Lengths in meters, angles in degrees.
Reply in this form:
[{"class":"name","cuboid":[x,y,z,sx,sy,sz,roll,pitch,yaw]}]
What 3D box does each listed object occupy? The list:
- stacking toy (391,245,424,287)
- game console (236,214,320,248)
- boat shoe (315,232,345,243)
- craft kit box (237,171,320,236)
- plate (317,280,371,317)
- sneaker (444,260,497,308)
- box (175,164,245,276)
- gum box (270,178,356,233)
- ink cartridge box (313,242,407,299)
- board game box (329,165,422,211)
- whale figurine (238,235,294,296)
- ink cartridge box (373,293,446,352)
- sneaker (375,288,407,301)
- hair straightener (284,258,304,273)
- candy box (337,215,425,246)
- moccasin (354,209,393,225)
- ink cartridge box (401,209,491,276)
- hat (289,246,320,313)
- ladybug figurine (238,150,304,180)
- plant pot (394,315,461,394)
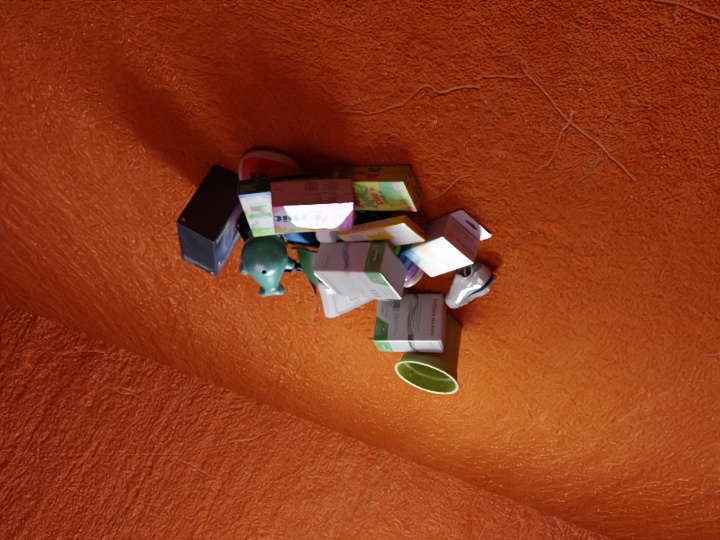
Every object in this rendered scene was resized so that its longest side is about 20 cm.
[{"class":"stacking toy","cuboid":[0.078,-0.050,1.710,0.199,0.087,0.084,43,147,-22]},{"class":"game console","cuboid":[-0.221,-0.094,1.808,0.118,0.172,0.202,37,161,29]},{"class":"boat shoe","cuboid":[-0.026,-0.073,1.755,0.197,0.064,0.072,32,116,-6]},{"class":"craft kit box","cuboid":[-0.182,-0.156,1.595,0.193,0.050,0.199,-6,151,-1]},{"class":"plate","cuboid":[-0.017,0.055,1.862,0.033,0.195,0.202,59,168,29]},{"class":"sneaker","cuboid":[0.272,0.033,1.722,0.080,0.077,0.200,38,145,-7]},{"class":"box","cuboid":[-0.387,-0.129,1.763,0.120,0.204,0.200,25,153,3]},{"class":"gum box","cuboid":[-0.104,-0.146,1.507,0.193,0.068,0.114,-3,152,-5]},{"class":"ink cartridge box","cuboid":[0.000,0.000,1.654,0.194,0.090,0.145,0,152,29]},{"class":"board game box","cuboid":[0.035,-0.188,1.523,0.195,0.049,0.102,4,148,31]},{"class":"whale figurine","cuboid":[-0.253,0.001,1.783,0.153,0.105,0.205,-5,128,-3]},{"class":"ink cartridge box","cuboid":[0.145,0.150,1.886,0.193,0.151,0.084,-1,150,19]},{"class":"sneaker","cuboid":[0.080,0.039,1.799,0.196,0.069,0.089,4,158,-44]},{"class":"hair straightener","cuboid":[-0.173,-0.012,1.916,0.075,0.042,0.198,-24,158,25]},{"class":"candy box","cuboid":[0.050,-0.087,1.586,0.195,0.027,0.101,-8,156,36]},{"class":"moccasin","cuboid":[-0.010,-0.138,1.621,0.196,0.070,0.080,-5,142,41]},{"class":"ink cartridge box","cuboid":[0.205,-0.062,1.594,0.114,0.069,0.198,35,149,-23]},{"class":"hat","cuboid":[-0.118,0.039,1.814,0.162,0.182,0.197,10,-179,38]},{"class":"ladybug figurine","cuboid":[-0.222,-0.228,1.616,0.195,0.073,0.137,3,146,32]},{"class":"plant pot","cuboid":[0.221,0.237,1.974,0.194,0.188,0.202,17,153,9]}]
